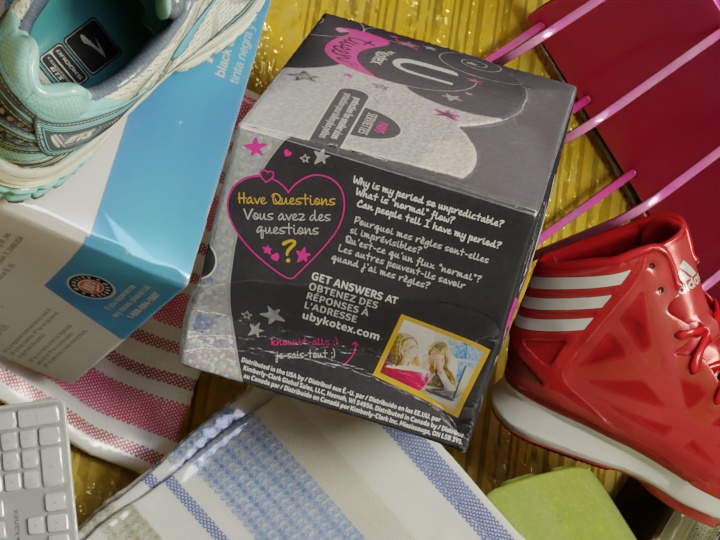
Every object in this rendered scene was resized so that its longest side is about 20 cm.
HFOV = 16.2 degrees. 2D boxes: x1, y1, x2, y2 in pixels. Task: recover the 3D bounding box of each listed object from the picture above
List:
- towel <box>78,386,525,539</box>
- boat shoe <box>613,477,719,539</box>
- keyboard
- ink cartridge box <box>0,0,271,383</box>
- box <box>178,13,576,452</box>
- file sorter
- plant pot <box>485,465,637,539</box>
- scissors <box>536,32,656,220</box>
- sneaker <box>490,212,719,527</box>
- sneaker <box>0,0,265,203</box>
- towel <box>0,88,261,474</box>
[{"bbox_3d":[-0.040,0.133,1.080,0.200,0.024,0.147,-39,71,-15],"label":"towel"},{"bbox_3d":[0.188,0.104,1.306,0.200,0.073,0.065,-47,111,-28],"label":"boat shoe"},{"bbox_3d":[-0.139,0.155,1.052,0.011,0.056,0.200,12,70,-69],"label":"keyboard"},{"bbox_3d":[-0.166,-0.071,1.032,0.200,0.147,0.146,23,64,-17],"label":"ink cartridge box"},{"bbox_3d":[0.012,-0.025,1.104,0.132,0.115,0.200,17,20,4],"label":"box"},{"bbox_3d":[0.137,-0.040,1.261,0.125,0.139,0.200,-35,95,-30],"label":"file sorter"},{"bbox_3d":[0.085,0.198,1.142,0.200,0.200,0.190,-11,69,-38],"label":"plant pot"},{"bbox_3d":[0.155,-0.043,1.361,0.073,0.014,0.200,-22,88,-35],"label":"scissors"},{"bbox_3d":[0.160,0.045,1.151,0.200,0.116,0.078,16,28,13],"label":"sneaker"},{"bbox_3d":[-0.076,-0.108,0.953,0.078,0.086,0.200,40,59,-8],"label":"sneaker"},{"bbox_3d":[-0.119,-0.023,1.145,0.146,0.030,0.200,30,60,-24],"label":"towel"}]
